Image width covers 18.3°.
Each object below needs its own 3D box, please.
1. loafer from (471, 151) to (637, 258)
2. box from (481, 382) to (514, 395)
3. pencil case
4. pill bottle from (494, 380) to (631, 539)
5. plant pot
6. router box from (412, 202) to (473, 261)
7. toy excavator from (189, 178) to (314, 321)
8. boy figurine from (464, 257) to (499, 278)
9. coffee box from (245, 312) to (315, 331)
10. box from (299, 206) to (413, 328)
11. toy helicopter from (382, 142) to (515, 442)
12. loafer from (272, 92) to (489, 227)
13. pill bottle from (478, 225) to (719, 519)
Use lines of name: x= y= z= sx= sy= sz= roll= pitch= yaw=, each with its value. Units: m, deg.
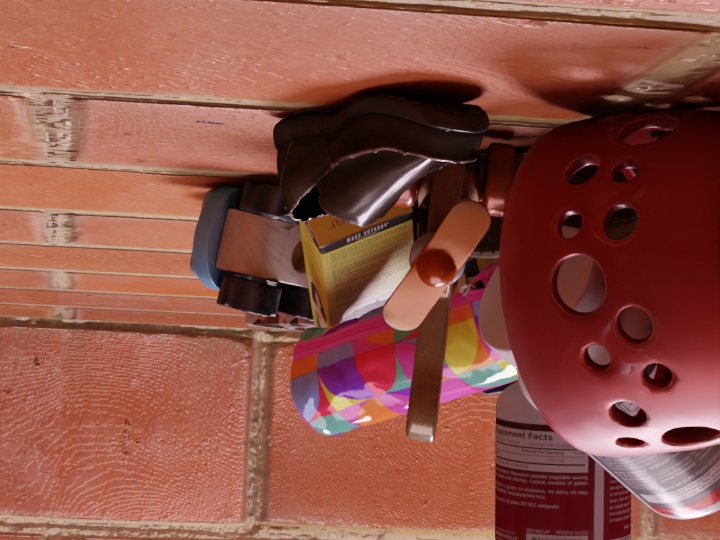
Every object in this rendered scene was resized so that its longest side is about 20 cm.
loafer: x=0.136 y=-0.041 z=1.489 sx=0.199 sy=0.076 sz=0.068 roll=-3 pitch=167 yaw=42
box: x=0.208 y=0.039 z=1.944 sx=0.198 sy=0.108 sz=0.148 roll=-12 pitch=175 yaw=18
pencil case: x=0.041 y=0.053 z=1.576 sx=0.199 sy=0.089 sz=0.088 roll=-23 pitch=162 yaw=33
pill bottle: x=0.165 y=0.155 z=1.818 sx=0.112 sy=0.202 sz=0.113 roll=1 pitch=-177 yaw=0
plant pot: x=0.204 y=0.004 z=1.278 sx=0.181 sy=0.202 sz=0.200 roll=-5 pitch=172 yaw=37
router box: x=0.115 y=-0.029 z=1.764 sx=0.148 sy=0.052 sz=0.200 roll=1 pitch=177 yaw=11
toy excavator: x=-0.089 y=-0.025 z=1.801 sx=0.199 sy=0.101 sz=0.194 roll=15 pitch=-177 yaw=41
boy figurine: x=0.121 y=-0.010 z=1.610 sx=0.064 sy=0.125 sz=0.200 roll=17 pitch=128 yaw=-43
coffee box: x=-0.009 y=0.021 z=2.254 sx=0.112 sy=0.081 sz=0.199 roll=8 pitch=173 yaw=-43
box: x=0.000 y=0.000 z=1.636 sx=0.075 sy=0.050 sz=0.200 roll=-22 pitch=152 yaw=-8
toy helicopter: x=0.050 y=0.011 z=1.403 sx=0.078 sy=0.202 sz=0.132 roll=6 pitch=-171 yaw=1
loafer: x=0.012 y=-0.062 z=1.334 sx=0.072 sy=0.072 sz=0.200 roll=5 pitch=175 yaw=-27
pill bottle: x=0.174 y=0.066 z=1.458 sx=0.115 sy=0.116 sz=0.200 roll=-3 pitch=144 yaw=49
